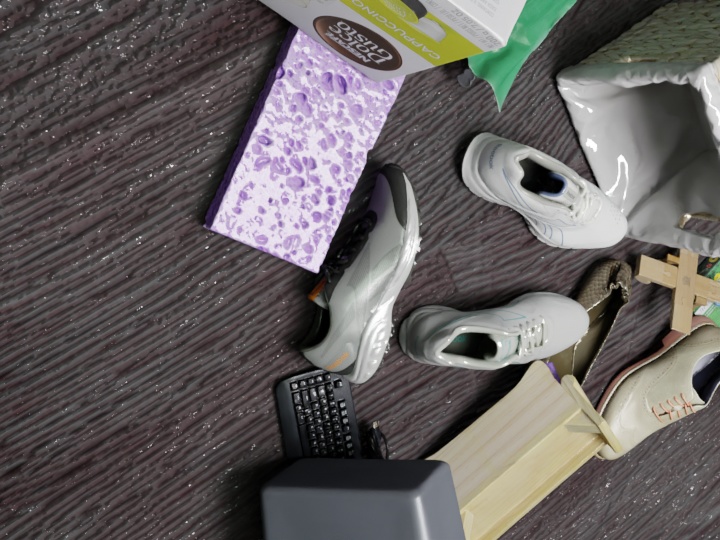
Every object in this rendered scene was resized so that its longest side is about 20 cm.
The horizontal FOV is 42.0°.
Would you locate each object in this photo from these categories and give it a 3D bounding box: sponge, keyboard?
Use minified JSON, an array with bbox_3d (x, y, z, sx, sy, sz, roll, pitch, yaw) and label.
[{"bbox_3d":[-0.047,-0.108,0.821,0.111,0.030,0.202,24,90,-27],"label":"sponge"},{"bbox_3d":[-0.014,0.188,0.895,0.103,0.040,0.202,-16,108,-21],"label":"keyboard"}]

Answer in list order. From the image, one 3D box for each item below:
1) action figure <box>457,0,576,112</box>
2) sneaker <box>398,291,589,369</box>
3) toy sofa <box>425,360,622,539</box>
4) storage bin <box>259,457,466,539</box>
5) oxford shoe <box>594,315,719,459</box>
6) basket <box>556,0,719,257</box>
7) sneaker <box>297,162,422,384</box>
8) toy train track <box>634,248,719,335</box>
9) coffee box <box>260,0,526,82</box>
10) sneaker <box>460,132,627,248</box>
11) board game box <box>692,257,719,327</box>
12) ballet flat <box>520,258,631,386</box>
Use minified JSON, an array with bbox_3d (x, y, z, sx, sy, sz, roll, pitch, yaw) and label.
[{"bbox_3d":[0.152,-0.255,0.870,0.200,0.055,0.119,-45,114,-18],"label":"action figure"},{"bbox_3d":[0.142,0.068,0.911,0.198,0.080,0.071,-7,103,-18],"label":"sneaker"},{"bbox_3d":[0.154,0.193,0.941,0.200,0.098,0.083,-41,139,1],"label":"toy sofa"},{"bbox_3d":[0.008,0.239,0.829,0.145,0.198,0.136,-21,105,-63],"label":"storage bin"},{"bbox_3d":[0.329,0.135,1.019,0.071,0.074,0.200,41,92,-26],"label":"oxford shoe"},{"bbox_3d":[0.331,-0.139,0.899,0.160,0.198,0.201,-35,113,-17],"label":"basket"},{"bbox_3d":[0.000,0.000,0.844,0.078,0.074,0.203,15,93,-19],"label":"sneaker"},{"bbox_3d":[0.383,0.028,1.024,0.198,0.033,0.116,18,70,-11],"label":"toy train track"},{"bbox_3d":[0.021,-0.289,0.707,0.199,0.197,0.202,30,79,-26],"label":"coffee box"},{"bbox_3d":[0.190,-0.067,0.909,0.198,0.087,0.075,21,90,-28],"label":"sneaker"},{"bbox_3d":[0.453,-0.003,1.082,0.200,0.023,0.105,-43,116,-11],"label":"board game box"},{"bbox_3d":[0.229,0.078,0.981,0.067,0.046,0.201,33,86,-26],"label":"ballet flat"}]
